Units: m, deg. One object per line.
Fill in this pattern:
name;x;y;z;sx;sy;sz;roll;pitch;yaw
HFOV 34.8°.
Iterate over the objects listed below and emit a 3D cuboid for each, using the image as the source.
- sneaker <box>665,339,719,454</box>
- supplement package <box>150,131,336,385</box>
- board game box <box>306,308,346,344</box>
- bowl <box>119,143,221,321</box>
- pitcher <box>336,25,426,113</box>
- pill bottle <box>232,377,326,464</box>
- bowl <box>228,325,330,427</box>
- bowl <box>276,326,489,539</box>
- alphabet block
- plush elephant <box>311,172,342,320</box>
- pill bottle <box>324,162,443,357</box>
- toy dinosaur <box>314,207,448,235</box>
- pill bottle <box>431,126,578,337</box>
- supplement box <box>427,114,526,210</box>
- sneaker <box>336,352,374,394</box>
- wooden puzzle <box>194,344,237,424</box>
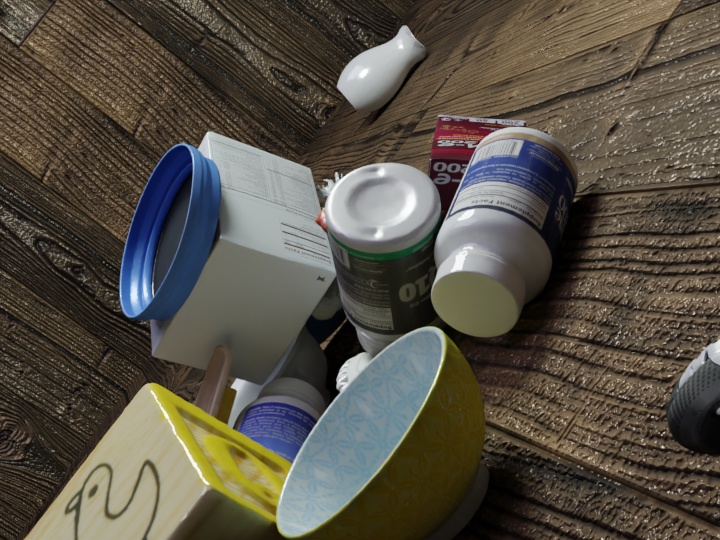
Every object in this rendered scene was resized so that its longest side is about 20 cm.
sneaker;0.221;0.070;0.572;0.200;0.066;0.091;-32;21;52
supplement package;-0.148;-0.013;1.346;0.192;0.147;0.200;-56;31;30
board game box;-0.083;0.040;1.540;0.158;0.039;0.200;-47;-29;4
bowl;-0.211;-0.040;1.273;0.201;0.039;0.201;-39;42;47
pitcher;0.051;-0.440;2.556;0.200;0.121;0.172;-41;-6;4
pill bottle;-0.092;0.206;1.234;0.112;0.112;0.200;-45;14;29
bowl;-0.101;0.164;1.432;0.201;0.090;0.201;-49;13;16
bowl;0.036;0.155;0.907;0.200;0.108;0.200;-46;14;15
alphabet block;-0.149;0.254;1.000;0.200;0.196;0.195;-52;36;2
plush elephant;0.000;0.000;1.414;0.164;0.155;0.201;-20;55;-7
pill bottle;0.031;-0.002;1.158;0.200;0.113;0.113;79;-147;-50
toy dinosaur;0.046;-0.058;1.255;0.200;0.105;0.181;-42;-29;26
pill bottle;0.134;-0.036;1.084;0.111;0.111;0.200;-40;18;45
supplement box;0.132;-0.120;1.281;0.200;0.108;0.061;-75;-12;-68
sneaker;0.028;0.132;1.123;0.081;0.075;0.200;-41;22;10
wooden puzzle;-0.176;0.209;1.275;0.185;0.037;0.201;117;164;-54
